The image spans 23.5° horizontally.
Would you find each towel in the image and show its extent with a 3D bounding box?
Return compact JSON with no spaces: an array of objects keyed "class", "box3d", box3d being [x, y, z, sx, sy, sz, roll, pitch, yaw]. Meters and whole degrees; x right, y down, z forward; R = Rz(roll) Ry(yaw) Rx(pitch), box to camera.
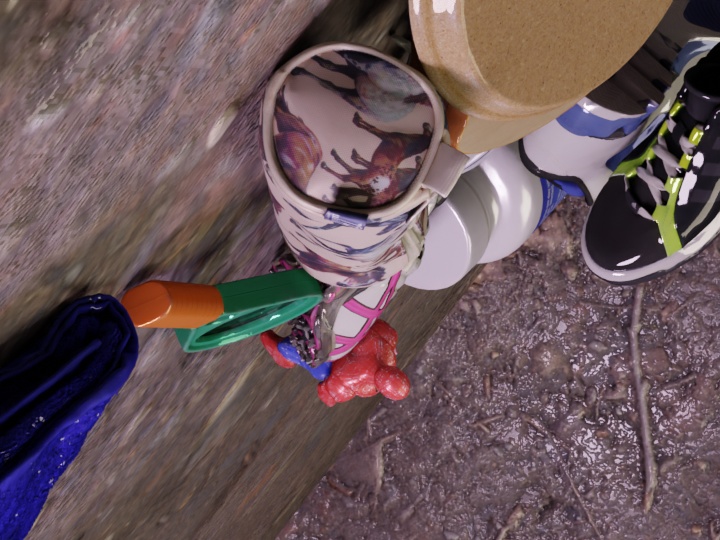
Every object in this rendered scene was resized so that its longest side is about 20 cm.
[{"class":"towel","box3d":[-0.164,0.112,0.699,0.200,0.050,0.148,-56,172,33]}]

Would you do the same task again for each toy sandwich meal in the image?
[{"class":"toy sandwich meal","box3d":[0.079,-0.154,0.769,0.205,0.070,0.205,-27,134,-32]}]

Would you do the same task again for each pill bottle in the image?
[{"class":"pill bottle","box3d":[0.081,-0.075,1.107,0.200,0.112,0.112,-46,171,-44]}]

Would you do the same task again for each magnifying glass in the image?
[{"class":"magnifying glass","box3d":[-0.072,0.019,0.860,0.079,0.022,0.200,-23,171,11]}]

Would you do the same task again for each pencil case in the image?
[{"class":"pencil case","box3d":[-0.001,-0.042,0.813,0.078,0.089,0.200,-50,174,-7]}]

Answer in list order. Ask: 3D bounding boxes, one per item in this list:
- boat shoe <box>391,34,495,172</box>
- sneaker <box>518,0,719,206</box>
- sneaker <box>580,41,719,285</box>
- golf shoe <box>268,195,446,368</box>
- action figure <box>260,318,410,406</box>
[{"class":"boat shoe","box3d":[0.063,-0.120,0.891,0.086,0.075,0.202,-44,167,-52]},{"class":"sneaker","box3d":[0.147,-0.107,1.005,0.199,0.081,0.115,-35,167,-43]},{"class":"sneaker","box3d":[0.180,-0.079,0.911,0.200,0.072,0.083,-46,139,15]},{"class":"golf shoe","box3d":[0.000,0.000,1.007,0.092,0.073,0.200,-20,164,-17]},{"class":"action figure","box3d":[-0.010,0.055,1.121,0.065,0.052,0.200,-46,-163,-7]}]
